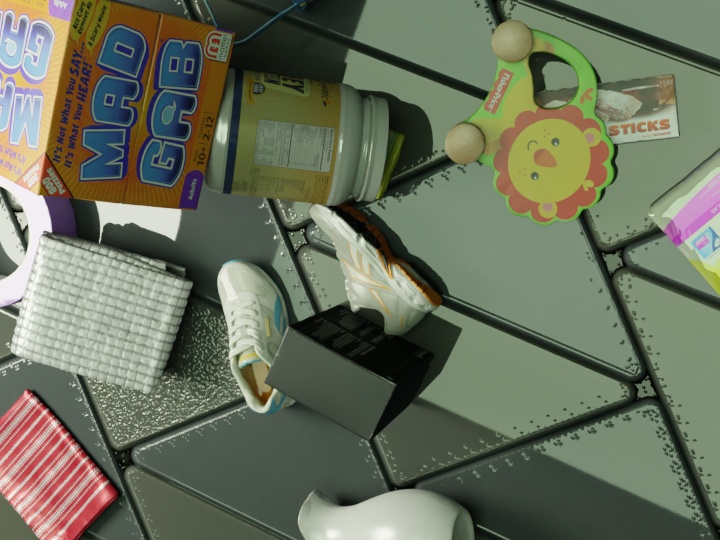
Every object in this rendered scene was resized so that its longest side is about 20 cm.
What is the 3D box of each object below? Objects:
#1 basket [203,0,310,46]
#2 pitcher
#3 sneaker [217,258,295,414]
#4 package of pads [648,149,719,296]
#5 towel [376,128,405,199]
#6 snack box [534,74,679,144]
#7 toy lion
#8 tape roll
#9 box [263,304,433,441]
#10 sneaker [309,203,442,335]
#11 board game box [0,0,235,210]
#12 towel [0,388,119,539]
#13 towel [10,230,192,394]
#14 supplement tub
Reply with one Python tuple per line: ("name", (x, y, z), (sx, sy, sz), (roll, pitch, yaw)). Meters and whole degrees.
("basket", (-0.114, -0.386, 1.326), (0.200, 0.139, 0.177), (-31, 88, 6))
("pitcher", (0.040, 0.352, 1.384), (0.199, 0.121, 0.172), (-4, 114, 26))
("sneaker", (-0.132, 0.082, 1.412), (0.076, 0.081, 0.201), (-20, 89, 18))
("package of pads", (0.444, -0.041, 1.246), (0.154, 0.068, 0.200), (-41, 85, 17))
("towel", (-0.046, -0.166, 1.397), (0.199, 0.018, 0.086), (25, 98, 12))
("snack box", (0.265, -0.179, 1.303), (0.199, 0.024, 0.072), (-5, 96, 16))
("toy lion", (0.208, -0.161, 1.281), (0.191, 0.069, 0.201), (25, 103, 4))
("tape roll", (-0.485, -0.053, 1.504), (0.199, 0.066, 0.201), (2, 97, 15))
("box", (-0.008, 0.115, 1.317), (0.141, 0.200, 0.079), (25, 101, 13))
("sneaker", (0.000, 0.000, 1.372), (0.200, 0.076, 0.092), (45, 109, 8))
("board game box", (-0.289, -0.193, 1.207), (0.199, 0.199, 0.201), (24, 104, 42))
("towel", (-0.439, 0.283, 1.549), (0.145, 0.022, 0.200), (-44, 83, 14))
("towel", (-0.330, 0.051, 1.439), (0.199, 0.086, 0.166), (16, 92, -11))
("supplement tub", (-0.075, -0.151, 1.299), (0.199, 0.144, 0.145), (6, 98, -9))
